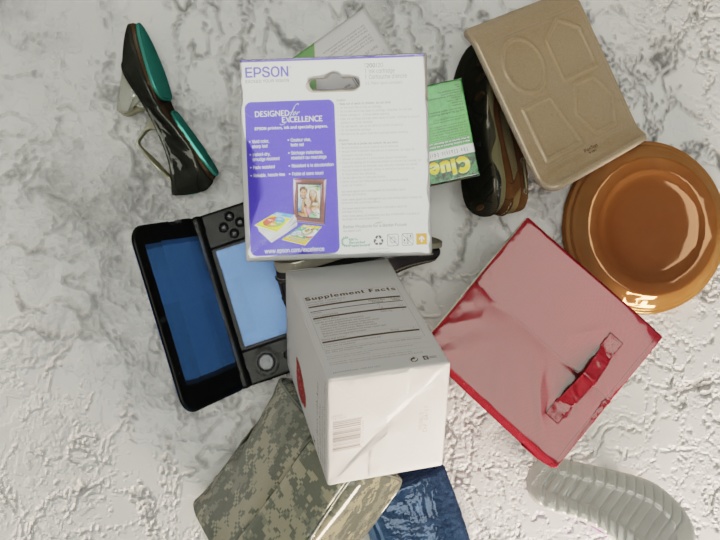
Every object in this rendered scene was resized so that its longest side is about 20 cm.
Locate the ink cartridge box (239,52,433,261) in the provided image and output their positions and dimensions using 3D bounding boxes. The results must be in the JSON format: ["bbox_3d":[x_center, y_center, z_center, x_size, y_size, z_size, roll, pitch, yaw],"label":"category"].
[{"bbox_3d":[-0.024,-0.114,0.917,0.193,0.043,0.205,-2,94,-2],"label":"ink cartridge box"}]

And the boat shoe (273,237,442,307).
[{"bbox_3d":[0.000,0.000,1.008,0.195,0.073,0.064,-10,106,-16],"label":"boat shoe"}]

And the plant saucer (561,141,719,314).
[{"bbox_3d":[0.335,-0.051,1.043,0.195,0.037,0.206,0,89,-3],"label":"plant saucer"}]

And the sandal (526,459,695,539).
[{"bbox_3d":[0.288,0.270,1.032,0.199,0.050,0.084,25,73,11],"label":"sandal"}]

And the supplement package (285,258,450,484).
[{"bbox_3d":[-0.001,0.093,0.893,0.117,0.201,0.124,-6,119,-13],"label":"supplement package"}]

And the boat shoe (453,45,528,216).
[{"bbox_3d":[0.152,-0.159,1.025,0.072,0.075,0.205,3,79,-30],"label":"boat shoe"}]

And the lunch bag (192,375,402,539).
[{"bbox_3d":[-0.076,0.234,0.962,0.167,0.139,0.202,39,94,28],"label":"lunch bag"}]

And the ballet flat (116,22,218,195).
[{"bbox_3d":[-0.232,-0.175,1.005,0.067,0.068,0.203,-27,90,6],"label":"ballet flat"}]

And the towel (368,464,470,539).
[{"bbox_3d":[0.075,0.330,1.017,0.109,0.049,0.204,-17,89,-4],"label":"towel"}]

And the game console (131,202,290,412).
[{"bbox_3d":[-0.134,0.028,0.978,0.167,0.118,0.204,-18,90,-3],"label":"game console"}]

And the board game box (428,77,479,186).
[{"bbox_3d":[0.022,-0.132,0.951,0.195,0.023,0.107,-11,89,-2],"label":"board game box"}]

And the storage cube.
[{"bbox_3d":[0.180,0.078,0.958,0.179,0.200,0.172,41,88,5],"label":"storage cube"}]

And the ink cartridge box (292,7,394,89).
[{"bbox_3d":[0.000,-0.161,1.004,0.145,0.084,0.202,-33,92,-2],"label":"ink cartridge box"}]

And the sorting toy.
[{"bbox_3d":[0.220,-0.204,1.012,0.183,0.036,0.203,-27,88,-32],"label":"sorting toy"}]
